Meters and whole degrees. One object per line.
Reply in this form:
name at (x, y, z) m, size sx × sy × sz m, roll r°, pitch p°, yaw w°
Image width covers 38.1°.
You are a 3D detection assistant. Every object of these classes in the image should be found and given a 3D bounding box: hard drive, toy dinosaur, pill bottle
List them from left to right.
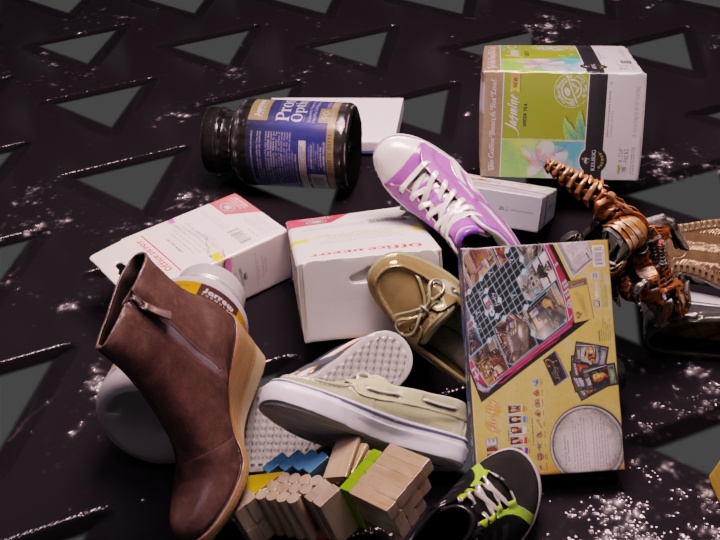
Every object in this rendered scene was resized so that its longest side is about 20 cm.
pill bottle at (-0.174, 0.082, 1.015) m, size 0.107 × 0.111 × 0.201 m, roll 3°, pitch 36°, yaw 10°
pill bottle at (-0.103, -0.165, 1.356) m, size 0.196 × 0.113 × 0.112 m, roll 4°, pitch 36°, yaw 11°
hard drive at (-0.042, -0.207, 1.483) m, size 0.196 × 0.026 × 0.133 m, roll 2°, pitch 36°, yaw 8°
toy dinosaur at (0.235, -0.022, 0.998) m, size 0.135 × 0.201 × 0.102 m, roll -36°, pitch -2°, yaw 11°

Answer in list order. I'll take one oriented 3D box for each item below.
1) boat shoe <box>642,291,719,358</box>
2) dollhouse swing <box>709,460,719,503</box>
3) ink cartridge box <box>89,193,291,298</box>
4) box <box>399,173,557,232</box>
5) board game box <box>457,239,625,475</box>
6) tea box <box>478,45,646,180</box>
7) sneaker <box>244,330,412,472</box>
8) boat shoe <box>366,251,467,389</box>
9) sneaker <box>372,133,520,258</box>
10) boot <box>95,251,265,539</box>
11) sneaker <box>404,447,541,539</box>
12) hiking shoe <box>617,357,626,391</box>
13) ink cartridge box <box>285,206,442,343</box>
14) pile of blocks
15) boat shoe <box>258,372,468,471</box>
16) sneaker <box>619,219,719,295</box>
boat shoe at (0.378, 0.064, 1.030) m, size 0.197 × 0.069 × 0.057 m, roll 5°, pitch 43°, yaw 22°
dollhouse swing at (0.403, 0.147, 0.807) m, size 0.196 × 0.178 × 0.183 m, roll -6°, pitch 35°, yaw -2°
ink cartridge box at (-0.191, -0.005, 1.177) m, size 0.198 × 0.068 × 0.116 m, roll -25°, pitch 40°, yaw -29°
box at (0.141, -0.083, 1.196) m, size 0.153 × 0.042 × 0.200 m, roll 10°, pitch 9°, yaw 14°
board game box at (0.159, 0.078, 0.926) m, size 0.133 × 0.204 × 0.035 m, roll -3°, pitch -4°, yaw 0°
tea box at (0.247, -0.204, 1.318) m, size 0.193 × 0.136 × 0.200 m, roll 1°, pitch 20°, yaw 6°
sneaker at (-0.042, 0.126, 0.975) m, size 0.198 × 0.079 × 0.079 m, roll -27°, pitch -5°, yaw -9°
boat shoe at (0.087, 0.061, 0.967) m, size 0.073 × 0.201 × 0.063 m, roll -43°, pitch 5°, yaw 8°
sneaker at (0.090, -0.064, 1.043) m, size 0.200 × 0.073 × 0.114 m, roll 41°, pitch 10°, yaw 2°
boot at (-0.159, 0.107, 0.854) m, size 0.072 × 0.166 × 0.203 m, roll -14°, pitch 49°, yaw 35°
sneaker at (0.087, 0.206, 0.822) m, size 0.071 × 0.083 × 0.200 m, roll 39°, pitch 54°, yaw 15°
hiking shoe at (0.187, 0.059, 1.039) m, size 0.198 × 0.075 × 0.086 m, roll 27°, pitch 48°, yaw 36°
ink cartridge box at (0.000, 0.000, 1.085) m, size 0.142 × 0.085 × 0.200 m, roll -6°, pitch 15°, yaw -5°
pile of blocks at (-0.026, 0.191, 0.871) m, size 0.197 × 0.063 × 0.083 m, roll -7°, pitch 34°, yaw 26°
boat shoe at (0.005, 0.124, 0.913) m, size 0.197 × 0.072 × 0.063 m, roll 20°, pitch 61°, yaw -20°
sneaker at (0.335, -0.009, 1.089) m, size 0.196 × 0.071 × 0.109 m, roll 3°, pitch -9°, yaw 6°
